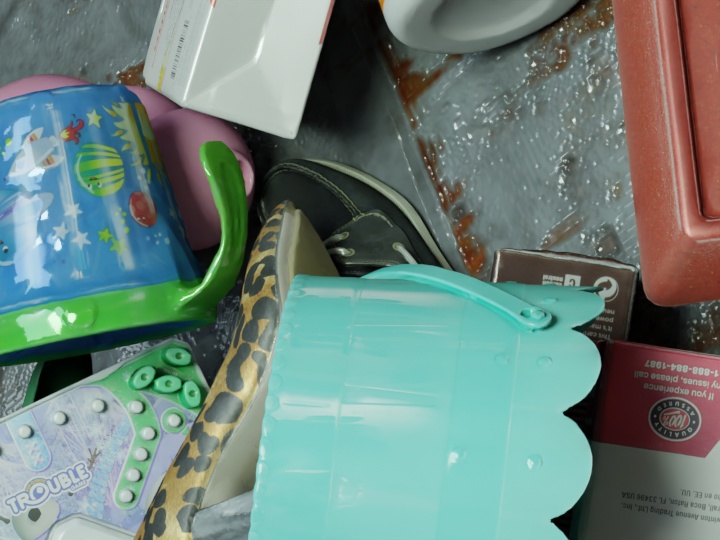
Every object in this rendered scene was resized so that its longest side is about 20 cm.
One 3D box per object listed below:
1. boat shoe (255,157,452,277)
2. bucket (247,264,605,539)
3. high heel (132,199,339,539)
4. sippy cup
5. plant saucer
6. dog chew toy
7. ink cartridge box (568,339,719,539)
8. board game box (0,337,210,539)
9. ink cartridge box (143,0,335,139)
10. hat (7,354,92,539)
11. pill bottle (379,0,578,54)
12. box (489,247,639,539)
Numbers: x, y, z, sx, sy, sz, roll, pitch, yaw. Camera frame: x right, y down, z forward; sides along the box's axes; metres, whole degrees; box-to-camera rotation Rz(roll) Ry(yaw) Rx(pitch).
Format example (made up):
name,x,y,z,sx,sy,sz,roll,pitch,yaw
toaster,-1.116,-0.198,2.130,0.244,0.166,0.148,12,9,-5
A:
name,x,y,z,sx,sy,sz,roll,pitch,yaw
boat shoe,0.000,0.000,1.331,0.200,0.067,0.072,48,115,38
bucket,0.027,0.096,1.068,0.134,0.207,0.209,8,89,3
high heel,-0.071,0.064,1.265,0.142,0.071,0.201,-29,46,25
sippy cup,-0.151,-0.025,1.303,0.140,0.177,0.131,145,115,-80
plant saucer,0.215,-0.095,1.120,0.199,0.037,0.201,-7,78,8
dog chew toy,-0.141,-0.051,1.421,0.199,0.124,0.125,0,84,39
ink cartridge box,0.164,0.140,1.115,0.144,0.084,0.201,8,88,2
board game box,-0.139,0.166,1.316,0.201,0.199,0.026,65,168,-2
ink cartridge box,-0.067,-0.145,1.373,0.200,0.067,0.117,-143,69,-75
hat,-0.094,0.142,1.400,0.175,0.166,0.201,7,112,8
pill bottle,0.043,-0.224,1.296,0.113,0.113,0.201,-30,66,33
box,0.085,0.093,1.211,0.074,0.100,0.201,7,88,4
